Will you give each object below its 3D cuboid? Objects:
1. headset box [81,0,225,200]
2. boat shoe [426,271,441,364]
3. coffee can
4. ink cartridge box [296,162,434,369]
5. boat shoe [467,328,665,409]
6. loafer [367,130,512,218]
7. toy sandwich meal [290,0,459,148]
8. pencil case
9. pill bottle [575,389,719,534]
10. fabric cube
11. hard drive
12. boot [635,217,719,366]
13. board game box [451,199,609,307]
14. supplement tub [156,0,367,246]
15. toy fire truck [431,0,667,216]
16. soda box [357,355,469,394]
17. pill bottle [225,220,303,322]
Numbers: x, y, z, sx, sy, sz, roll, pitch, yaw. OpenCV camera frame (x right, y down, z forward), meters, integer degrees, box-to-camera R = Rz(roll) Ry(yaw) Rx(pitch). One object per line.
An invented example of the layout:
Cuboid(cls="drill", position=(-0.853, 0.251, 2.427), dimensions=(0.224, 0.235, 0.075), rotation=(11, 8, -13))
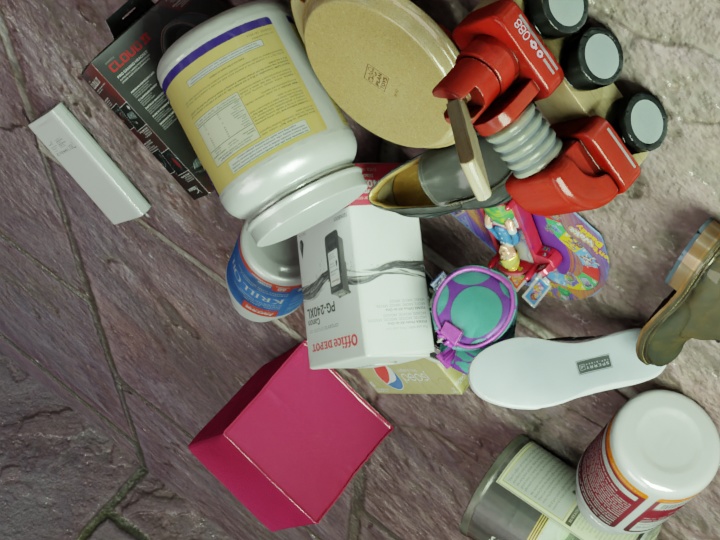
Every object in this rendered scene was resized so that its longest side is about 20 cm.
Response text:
Cuboid(cls="headset box", position=(-0.183, -0.198, 1.289), dimensions=(0.200, 0.149, 0.075), rotation=(49, 163, -12))
Cuboid(cls="boat shoe", position=(0.058, 0.030, 1.407), dimensions=(0.200, 0.074, 0.060), rotation=(46, 162, 14))
Cuboid(cls="coffee can", position=(0.242, 0.314, 1.495), dimensions=(0.199, 0.146, 0.147), rotation=(32, 154, 21))
Cuboid(cls="ink cartridge box", position=(0.000, 0.000, 1.298), dimensions=(0.145, 0.083, 0.202), rotation=(-20, 74, 62))
Cuboid(cls="boat shoe", position=(0.196, 0.094, 1.194), dimensions=(0.066, 0.199, 0.070), rotation=(124, 134, -76))
Cuboid(cls="loafer", position=(0.084, -0.085, 1.140), dimensions=(0.200, 0.072, 0.073), rotation=(-25, 79, 55))
Cuboid(cls="toy sandwich meal", position=(0.029, -0.193, 1.094), dimensions=(0.204, 0.070, 0.206), rotation=(30, 152, 18))
Cuboid(cls="pencil case", position=(0.117, 0.055, 1.269), dimensions=(0.085, 0.092, 0.200), rotation=(51, 177, 15))
Cuboid(cls="pill bottle", position=(0.292, 0.210, 1.292), dimensions=(0.113, 0.113, 0.200), rotation=(37, 155, 11))
Cuboid(cls="fabric cube", position=(-0.108, 0.253, 1.861), dimensions=(0.196, 0.200, 0.199), rotation=(45, 154, -5))
Cuboid(cls="hard drive", position=(-0.409, -0.158, 1.850), dimensions=(0.200, 0.026, 0.132), rotation=(51, 155, -17))
Cuboid(cls="boot", position=(0.303, 0.047, 1.059), dimensions=(0.097, 0.075, 0.200), rotation=(37, 153, 19))
Cuboid(cls="board game box", position=(0.148, -0.033, 1.199), dimensions=(0.200, 0.039, 0.158), rotation=(41, 156, 2))
Cuboid(cls="supplement tub", position=(-0.092, -0.140, 1.187), dimensions=(0.201, 0.145, 0.145), rotation=(62, 156, 5))
Cuboid(cls="toy fire truck", position=(0.125, -0.103, 0.927), dimensions=(0.176, 0.200, 0.128), rotation=(51, 155, -18))
Cuboid(cls="soda box", position=(0.070, 0.108, 1.519), dimensions=(0.068, 0.064, 0.200), rotation=(50, 155, -17))
Cuboid(cls="pill bottle", position=(-0.111, -0.003, 1.552), dimensions=(0.112, 0.112, 0.200), rotation=(41, 156, 4))
